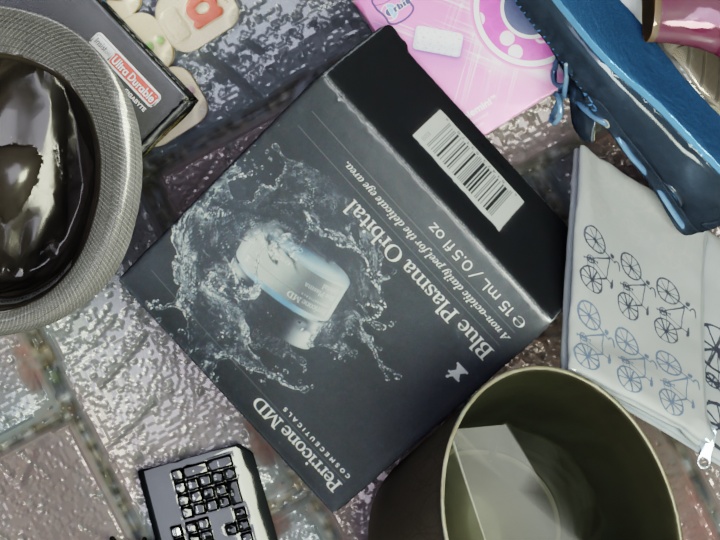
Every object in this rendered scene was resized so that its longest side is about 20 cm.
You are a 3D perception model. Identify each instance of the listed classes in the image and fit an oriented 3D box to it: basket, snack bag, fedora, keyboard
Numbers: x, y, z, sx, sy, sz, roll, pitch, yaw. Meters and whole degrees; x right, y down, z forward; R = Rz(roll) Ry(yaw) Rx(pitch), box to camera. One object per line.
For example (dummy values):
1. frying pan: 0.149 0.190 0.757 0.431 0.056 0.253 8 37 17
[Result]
1. basket: 0.085 0.153 1.512 0.135 0.200 0.182 -20 88 -17
2. snack bag: 0.200 0.036 1.539 0.199 0.189 0.021 31 131 -21
3. fedora: -0.211 -0.064 1.553 0.175 0.090 0.202 6 103 4
4. keyboard: -0.093 0.218 1.646 0.103 0.040 0.201 -16 91 2

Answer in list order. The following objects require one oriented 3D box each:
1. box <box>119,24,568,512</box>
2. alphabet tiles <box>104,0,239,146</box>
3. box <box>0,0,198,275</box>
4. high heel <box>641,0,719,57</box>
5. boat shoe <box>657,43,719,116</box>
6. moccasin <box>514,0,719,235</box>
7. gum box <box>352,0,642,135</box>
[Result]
1. box: 0.000 0.000 1.561 0.197 0.117 0.200 47 118 0
2. alphabet tiles: -0.185 -0.159 1.642 0.195 0.015 0.201 -32 91 6
3. box: -0.238 -0.107 1.620 0.198 0.050 0.200 -43 91 7
4. high heel: 0.219 -0.222 1.545 0.095 0.067 0.202 6 83 -8
5. boat shoe: 0.233 -0.065 1.612 0.072 0.076 0.200 -31 102 37
6. moccasin: 0.149 -0.097 1.535 0.068 0.080 0.200 -38 94 33
7. gum box: 0.109 -0.170 1.605 0.199 0.066 0.114 -32 93 3
